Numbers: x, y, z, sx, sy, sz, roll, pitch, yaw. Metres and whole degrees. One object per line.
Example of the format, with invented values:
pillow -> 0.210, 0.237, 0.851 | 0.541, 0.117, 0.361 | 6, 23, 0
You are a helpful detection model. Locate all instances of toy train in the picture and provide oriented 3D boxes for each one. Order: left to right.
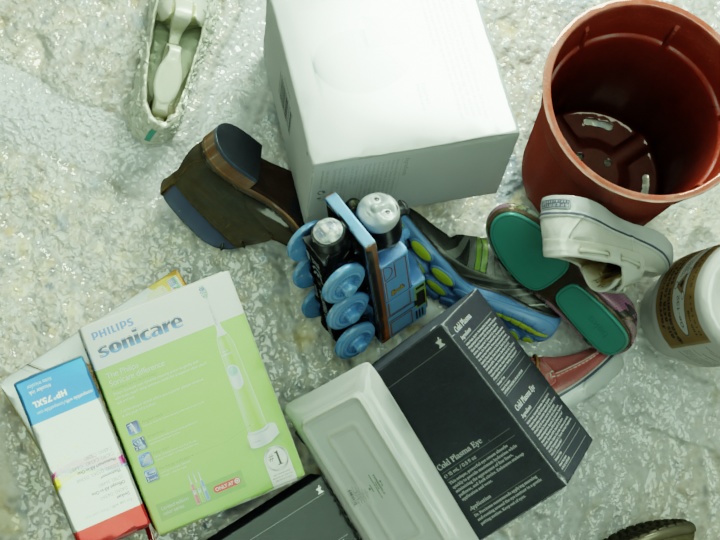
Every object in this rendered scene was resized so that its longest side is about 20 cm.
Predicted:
toy train -> 0.000, 0.000, 1.509 | 0.114, 0.201, 0.087 | -34, 61, -14

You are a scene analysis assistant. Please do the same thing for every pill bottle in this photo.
pill bottle -> 0.345, 0.035, 1.560 | 0.113, 0.200, 0.115 | 1, 83, -10

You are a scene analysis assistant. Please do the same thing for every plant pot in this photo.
plant pot -> 0.247, -0.126, 1.553 | 0.199, 0.195, 0.203 | 3, 71, -8

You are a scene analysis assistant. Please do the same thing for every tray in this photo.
tray -> 0.016, 0.191, 1.464 | 0.107, 0.022, 0.201 | -29, 95, 30

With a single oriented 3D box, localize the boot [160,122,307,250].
boot -> -0.100, -0.053, 1.566 | 0.200, 0.097, 0.075 | 44, 34, -25

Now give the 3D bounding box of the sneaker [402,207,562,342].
sneaker -> 0.114, -0.004, 1.597 | 0.199, 0.071, 0.083 | 30, 61, -5

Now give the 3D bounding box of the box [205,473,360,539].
box -> -0.089, 0.302, 1.512 | 0.199, 0.079, 0.142 | -30, 93, -12

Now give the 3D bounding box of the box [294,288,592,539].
box -> 0.077, 0.153, 1.496 | 0.200, 0.104, 0.183 | -37, 92, 28

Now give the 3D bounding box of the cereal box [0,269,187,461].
cereal box -> -0.220, 0.112, 1.528 | 0.199, 0.040, 0.144 | -34, 91, -12

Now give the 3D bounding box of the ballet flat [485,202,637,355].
ballet flat -> 0.196, -0.001, 1.562 | 0.200, 0.069, 0.071 | 43, 34, -16

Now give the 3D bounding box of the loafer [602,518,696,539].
loafer -> 0.243, 0.304, 1.578 | 0.199, 0.076, 0.068 | -25, 89, -2

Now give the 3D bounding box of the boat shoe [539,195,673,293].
boat shoe -> 0.229, -0.012, 1.506 | 0.199, 0.070, 0.070 | 22, 71, -52

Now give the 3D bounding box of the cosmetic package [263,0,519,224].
cosmetic package -> 0.024, -0.171, 1.540 | 0.198, 0.123, 0.201 | -10, 66, -10

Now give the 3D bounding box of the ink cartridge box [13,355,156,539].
ink cartridge box -> -0.242, 0.181, 1.440 | 0.067, 0.116, 0.201 | -22, 90, -11

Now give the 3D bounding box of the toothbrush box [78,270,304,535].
toothbrush box -> -0.156, 0.120, 1.477 | 0.145, 0.086, 0.201 | -22, 92, -12

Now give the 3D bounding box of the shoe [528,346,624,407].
shoe -> 0.157, 0.103, 1.583 | 0.199, 0.071, 0.092 | -29, 95, -8

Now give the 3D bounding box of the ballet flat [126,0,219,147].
ballet flat -> -0.177, -0.219, 1.564 | 0.071, 0.072, 0.202 | 12, 81, -9
